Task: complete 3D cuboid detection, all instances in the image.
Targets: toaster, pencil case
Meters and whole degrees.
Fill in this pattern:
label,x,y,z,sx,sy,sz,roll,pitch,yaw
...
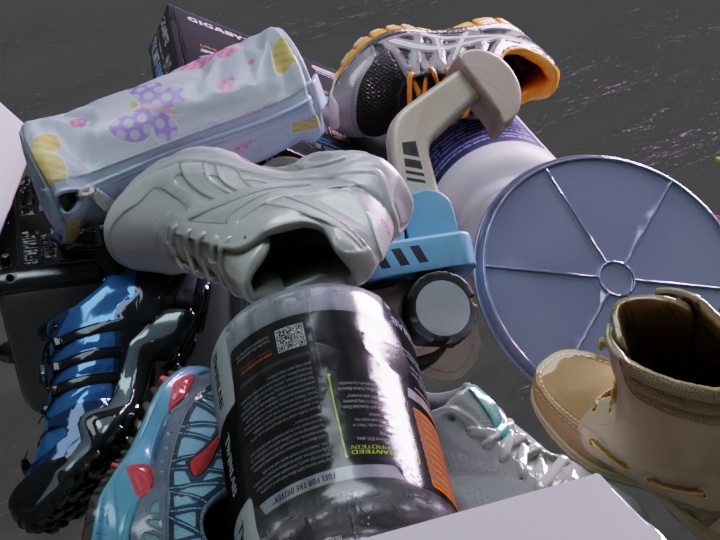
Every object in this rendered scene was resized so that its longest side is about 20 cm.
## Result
label,x,y,z,sx,sy,sz,roll,pitch,yaw
toaster,-0.163,0.002,1.208,0.199,0.119,0.181,-8,27,-10
pencil case,-0.124,-0.089,1.108,0.199,0.084,0.091,-24,10,-14

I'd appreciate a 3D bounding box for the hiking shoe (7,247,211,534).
label,x,y,z,sx,sy,sz,roll,pitch,yaw
hiking shoe,-0.171,0.073,1.057,0.086,0.075,0.201,25,58,8

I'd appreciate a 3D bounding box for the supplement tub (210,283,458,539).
label,x,y,z,sx,sy,sz,roll,pitch,yaw
supplement tub,-0.013,0.115,0.930,0.122,0.123,0.201,-6,45,-7

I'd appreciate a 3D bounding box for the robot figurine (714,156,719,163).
label,x,y,z,sx,sy,sz,roll,pitch,yaw
robot figurine,0.372,-0.062,1.289,0.198,0.116,0.176,0,39,5

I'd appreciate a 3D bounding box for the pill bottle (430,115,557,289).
label,x,y,z,sx,sy,sz,roll,pitch,yaw
pill bottle,0.099,-0.053,1.294,0.119,0.120,0.200,-8,26,-11

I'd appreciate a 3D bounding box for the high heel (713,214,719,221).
label,x,y,z,sx,sy,sz,roll,pitch,yaw
high heel,0.287,-0.018,1.247,0.096,0.068,0.200,-30,35,-26

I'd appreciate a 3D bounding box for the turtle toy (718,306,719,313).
label,x,y,z,sx,sy,sz,roll,pitch,yaw
turtle toy,0.280,0.045,1.063,0.145,0.102,0.200,20,-9,8

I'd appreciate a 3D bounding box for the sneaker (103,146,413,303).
label,x,y,z,sx,sy,sz,roll,pitch,yaw
sneaker,-0.073,-0.020,1.011,0.199,0.078,0.100,-6,35,22

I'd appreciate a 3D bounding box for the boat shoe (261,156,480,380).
label,x,y,z,sx,sy,sz,roll,pitch,yaw
boat shoe,0.000,0.000,1.172,0.072,0.200,0.060,-51,8,-11

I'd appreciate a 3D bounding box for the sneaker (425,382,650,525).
label,x,y,z,sx,sy,sz,roll,pitch,yaw
sneaker,0.078,0.111,1.002,0.199,0.089,0.075,16,31,33

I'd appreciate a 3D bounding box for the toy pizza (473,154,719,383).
label,x,y,z,sx,sy,sz,roll,pitch,yaw
toy pizza,0.171,0.012,1.160,0.199,0.032,0.201,5,63,-11

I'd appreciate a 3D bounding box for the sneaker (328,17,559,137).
label,x,y,z,sx,sy,sz,roll,pitch,yaw
sneaker,0.063,-0.142,1.259,0.199,0.079,0.077,-22,36,-31

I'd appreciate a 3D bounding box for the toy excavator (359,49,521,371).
label,x,y,z,sx,sy,sz,roll,pitch,yaw
toy excavator,0.027,-0.038,1.109,0.193,0.201,0.100,-10,-12,-14

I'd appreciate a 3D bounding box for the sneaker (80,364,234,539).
label,x,y,z,sx,sy,sz,roll,pitch,yaw
sneaker,-0.099,0.134,1.012,0.095,0.080,0.200,18,33,3

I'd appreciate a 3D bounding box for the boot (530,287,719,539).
label,x,y,z,sx,sy,sz,roll,pitch,yaw
boot,0.162,0.066,0.992,0.073,0.156,0.200,-36,43,-15

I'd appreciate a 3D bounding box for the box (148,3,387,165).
label,x,y,z,sx,sy,sz,roll,pitch,yaw
box,-0.057,-0.112,1.282,0.199,0.050,0.199,21,26,-21

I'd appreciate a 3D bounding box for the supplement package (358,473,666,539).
label,x,y,z,sx,sy,sz,roll,pitch,yaw
supplement package,0.054,0.196,0.796,0.199,0.121,0.121,-12,28,-19

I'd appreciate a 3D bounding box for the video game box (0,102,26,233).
label,x,y,z,sx,sy,sz,roll,pitch,yaw
video game box,-0.315,-0.002,1.166,0.182,0.047,0.201,-32,29,26
